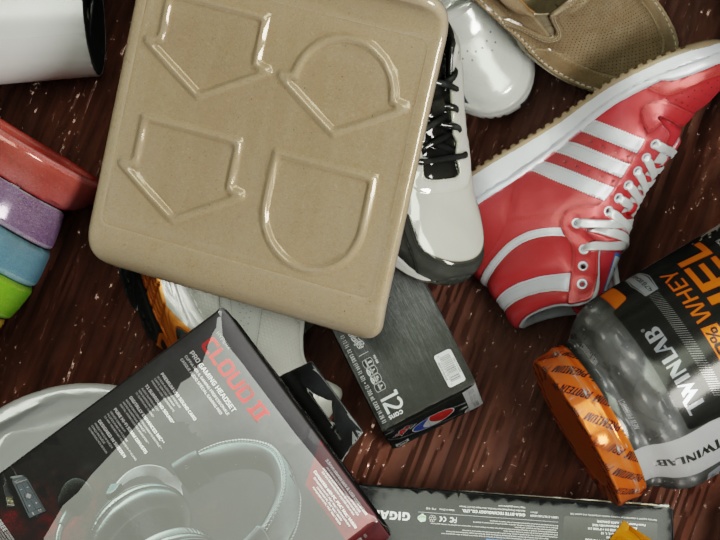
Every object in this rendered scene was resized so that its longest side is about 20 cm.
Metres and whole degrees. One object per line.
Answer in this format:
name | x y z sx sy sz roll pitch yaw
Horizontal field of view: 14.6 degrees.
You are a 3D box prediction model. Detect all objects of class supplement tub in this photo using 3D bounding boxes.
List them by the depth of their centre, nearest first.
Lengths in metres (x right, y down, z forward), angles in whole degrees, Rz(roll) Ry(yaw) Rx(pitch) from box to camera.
supplement tub | 0.206 0.043 1.594 0.199 0.123 0.123 -31 77 -6

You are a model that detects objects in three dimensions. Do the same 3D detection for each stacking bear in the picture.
stacking bear | -0.253 0.005 1.659 0.121 0.114 0.200 32 92 -13

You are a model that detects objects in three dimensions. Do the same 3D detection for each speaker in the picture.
speaker | -0.256 -0.150 1.707 0.199 0.081 0.082 -5 77 4

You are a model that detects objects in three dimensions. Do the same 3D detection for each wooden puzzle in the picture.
wooden puzzle | -0.050 -0.079 1.588 0.184 0.046 0.201 16 105 17

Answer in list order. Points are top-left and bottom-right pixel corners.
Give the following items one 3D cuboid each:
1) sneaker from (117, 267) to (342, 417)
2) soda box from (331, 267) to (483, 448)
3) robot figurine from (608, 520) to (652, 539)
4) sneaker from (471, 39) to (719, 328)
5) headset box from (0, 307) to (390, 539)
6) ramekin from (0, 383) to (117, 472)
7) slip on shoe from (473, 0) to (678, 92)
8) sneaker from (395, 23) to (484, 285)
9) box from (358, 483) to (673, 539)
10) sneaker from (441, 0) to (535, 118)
sneaker | -0.079 0.019 1.668 0.092 0.076 0.201 -18 71 -22
soda box | 0.000 0.000 1.654 0.063 0.071 0.201 -26 76 0
robot figurine | 0.132 0.248 1.539 0.145 0.058 0.200 31 81 24
sneaker | 0.151 -0.044 1.641 0.200 0.071 0.113 -33 74 14
headset box | -0.091 0.130 1.536 0.200 0.077 0.149 -36 77 -2
ramekin | -0.153 0.172 1.619 0.201 0.094 0.203 -1 78 5
slip on shoe | 0.116 -0.163 1.633 0.200 0.061 0.076 37 86 -29
sneaker | 0.028 -0.089 1.607 0.073 0.080 0.201 -13 79 -37
box | 0.076 0.228 1.608 0.199 0.050 0.200 3 79 5
sneaker | 0.039 -0.190 1.663 0.079 0.130 0.200 -22 77 1
